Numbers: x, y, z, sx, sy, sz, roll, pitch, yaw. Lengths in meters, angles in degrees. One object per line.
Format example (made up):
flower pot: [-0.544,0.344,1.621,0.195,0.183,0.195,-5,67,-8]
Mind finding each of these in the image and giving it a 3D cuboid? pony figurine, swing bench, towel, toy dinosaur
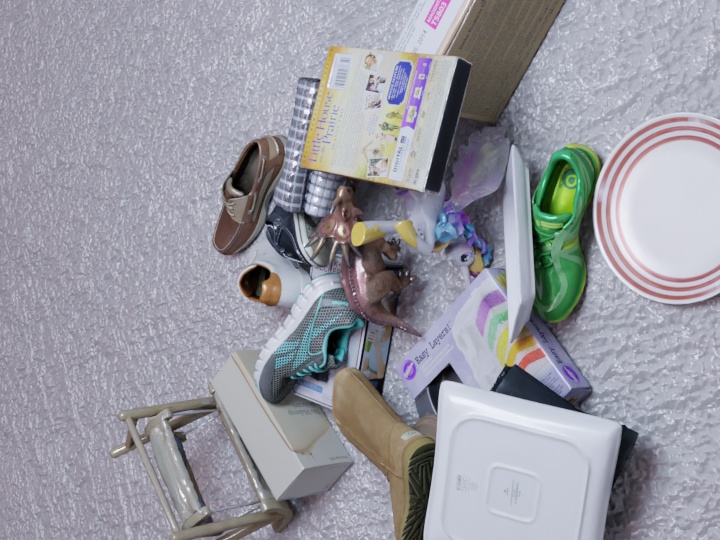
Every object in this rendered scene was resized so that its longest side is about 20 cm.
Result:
pony figurine: [0.081,-0.087,1.334,0.166,0.199,0.195,-17,63,42]
swing bench: [-0.212,0.276,1.546,0.200,0.199,0.130,60,148,24]
towel: [-0.055,-0.161,1.434,0.085,0.200,0.167,12,100,0]
toy dinosaur: [0.000,0.000,1.348,0.085,0.135,0.202,-23,85,20]

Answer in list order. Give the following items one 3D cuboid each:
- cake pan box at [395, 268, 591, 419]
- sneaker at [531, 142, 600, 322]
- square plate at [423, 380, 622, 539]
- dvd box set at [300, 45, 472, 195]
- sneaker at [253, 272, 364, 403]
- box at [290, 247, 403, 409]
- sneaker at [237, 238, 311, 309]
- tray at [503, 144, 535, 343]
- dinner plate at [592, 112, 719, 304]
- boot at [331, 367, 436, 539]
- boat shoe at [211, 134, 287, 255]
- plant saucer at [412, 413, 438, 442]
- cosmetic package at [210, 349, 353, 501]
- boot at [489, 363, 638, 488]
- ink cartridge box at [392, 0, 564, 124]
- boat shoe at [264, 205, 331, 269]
cake pan box: [0.149,0.129,1.339,0.200,0.052,0.185,-49,57,30]
sneaker: [0.214,-0.044,1.261,0.074,0.083,0.202,11,96,33]
square plate: [0.164,0.233,1.195,0.196,0.028,0.202,12,108,20]
dvd box set: [0.023,-0.168,1.243,0.199,0.029,0.148,14,91,44]
sneaker: [-0.065,0.104,1.436,0.091,0.077,0.201,45,119,28]
box: [-0.019,0.078,1.483,0.116,0.060,0.202,17,100,40]
sneaker: [-0.134,-0.002,1.536,0.200,0.084,0.074,-145,63,-64]
tray: [0.178,-0.030,1.265,0.022,0.108,0.202,0,63,2]
dinner plate: [0.338,-0.065,1.194,0.199,0.024,0.202,-2,87,43]
boot: [0.032,0.233,1.359,0.200,0.066,0.177,34,126,56]
boat shoe: [-0.169,-0.111,1.614,0.076,0.071,0.201,44,116,33]
plant saucer: [0.103,0.270,1.333,0.200,0.029,0.202,43,142,48]
cosmetic package: [-0.108,0.205,1.531,0.073,0.103,0.201,-51,59,27]
boot: [0.192,0.217,1.238,0.167,0.076,0.202,27,115,17]
ink cartridge box: [0.134,-0.277,1.288,0.075,0.164,0.201,44,116,33]
boat shoe: [-0.084,-0.042,1.453,0.062,0.075,0.200,-36,24,1]
